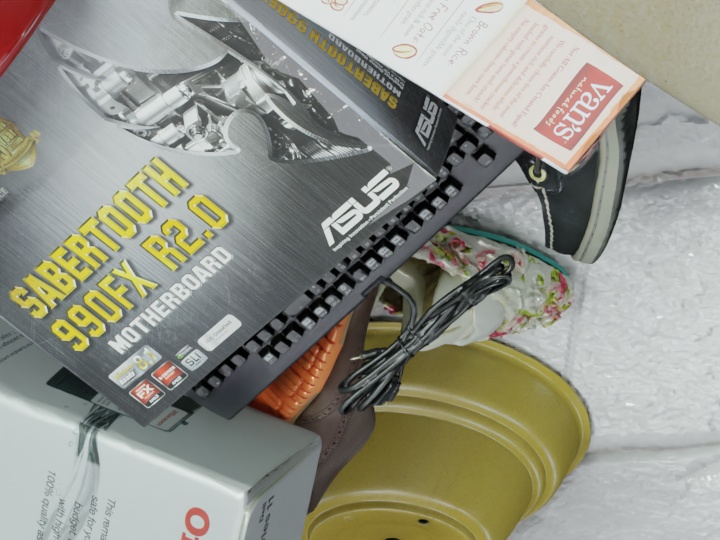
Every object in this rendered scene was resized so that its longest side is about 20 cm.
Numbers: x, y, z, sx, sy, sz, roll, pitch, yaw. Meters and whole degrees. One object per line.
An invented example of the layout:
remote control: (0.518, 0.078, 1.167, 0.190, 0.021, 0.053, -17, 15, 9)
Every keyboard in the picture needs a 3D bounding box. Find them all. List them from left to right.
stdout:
keyboard: (0.000, 0.000, 1.219, 0.127, 0.021, 0.200, 33, 121, -27)

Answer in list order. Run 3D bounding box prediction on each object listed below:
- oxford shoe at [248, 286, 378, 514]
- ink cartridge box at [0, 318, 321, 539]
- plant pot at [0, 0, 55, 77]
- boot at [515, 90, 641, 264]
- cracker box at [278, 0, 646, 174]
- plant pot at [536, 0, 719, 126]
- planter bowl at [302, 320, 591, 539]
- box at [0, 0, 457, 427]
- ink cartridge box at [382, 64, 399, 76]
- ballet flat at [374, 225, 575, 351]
oxford shoe: (-0.025, 0.046, 1.333, 0.073, 0.071, 0.200, -9, 138, -38)
ink cartridge box: (-0.130, 0.116, 1.309, 0.200, 0.083, 0.147, 22, 115, 19)
plant pot: (-0.229, -0.119, 1.091, 0.182, 0.201, 0.200, 40, 137, -17)
boot: (0.045, -0.084, 1.227, 0.153, 0.074, 0.204, 8, 146, 7)
cracker box: (0.011, -0.135, 1.005, 0.200, 0.134, 0.058, 30, 123, -13)
plant pot: (0.113, -0.192, 0.931, 0.177, 0.200, 0.200, 21, 139, 0)
planter bowl: (0.021, 0.114, 1.519, 0.200, 0.084, 0.201, 6, 147, 4)
box: (-0.084, -0.044, 1.139, 0.158, 0.048, 0.200, 39, 127, -16)
ink cartridge box: (0.001, -0.156, 1.086, 0.200, 0.050, 0.162, -21, 117, 34)
ballet flat: (0.013, 0.003, 1.368, 0.200, 0.064, 0.076, 21, 146, -21)
